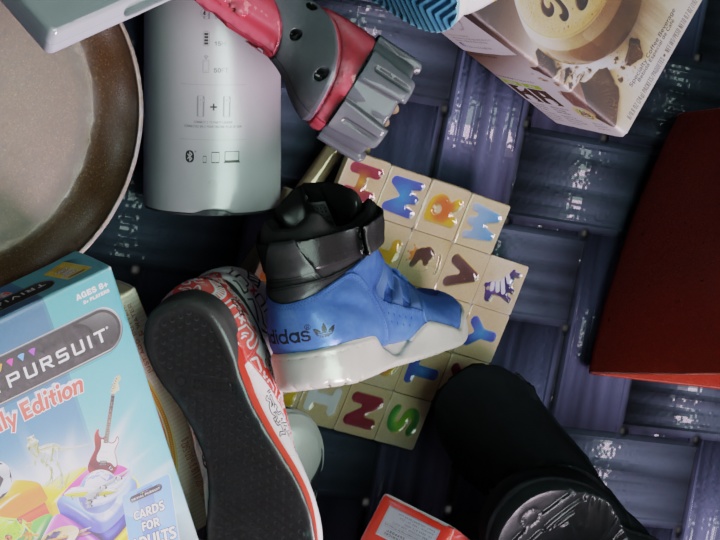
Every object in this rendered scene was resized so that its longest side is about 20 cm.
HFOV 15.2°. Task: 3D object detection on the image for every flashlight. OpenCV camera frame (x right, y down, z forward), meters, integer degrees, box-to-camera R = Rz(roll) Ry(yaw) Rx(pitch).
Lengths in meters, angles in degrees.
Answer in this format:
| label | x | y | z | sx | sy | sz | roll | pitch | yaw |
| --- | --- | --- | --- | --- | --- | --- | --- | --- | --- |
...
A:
| label | x | y | z | sx | sy | sz | roll | pitch | yaw |
| --- | --- | --- | --- | --- | --- | --- | --- | --- | --- |
| flashlight | -0.066 | -0.137 | 1.468 | 0.200 | 0.068 | 0.068 | 31 | 97 | -8 |

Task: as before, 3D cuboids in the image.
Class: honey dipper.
| label | x | y | z | sx | sy | sz | roll | pitch | yaw |
| --- | --- | --- | --- | --- | --- | --- | --- | --- | --- |
| honey dipper | -0.043 | -0.036 | 1.613 | 0.038 | 0.038 | 0.200 | 41 | 82 | -30 |

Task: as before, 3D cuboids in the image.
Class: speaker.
| label | x | y | z | sx | sy | sz | roll | pitch | yaw |
| --- | --- | --- | --- | --- | --- | --- | --- | --- | --- |
| speaker | -0.084 | -0.135 | 1.541 | 0.081 | 0.081 | 0.201 | -5 | 101 | -30 |

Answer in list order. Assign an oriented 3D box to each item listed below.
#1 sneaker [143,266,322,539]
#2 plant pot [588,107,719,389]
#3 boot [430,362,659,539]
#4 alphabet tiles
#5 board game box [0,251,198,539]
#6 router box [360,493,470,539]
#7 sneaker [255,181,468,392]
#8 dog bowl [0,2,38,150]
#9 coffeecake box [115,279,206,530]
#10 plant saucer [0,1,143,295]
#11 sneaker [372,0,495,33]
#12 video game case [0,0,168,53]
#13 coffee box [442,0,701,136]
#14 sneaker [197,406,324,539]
| label | x | y | z | sx | sy | sz | roll | pitch | yaw |
| --- | --- | --- | --- | --- | --- | --- | --- | --- | --- |
| sneaker | -0.058 | 0.095 | 1.539 | 0.067 | 0.108 | 0.202 | -17 | 100 | 17 |
| plant pot | 0.285 | -0.012 | 1.729 | 0.200 | 0.200 | 0.177 | 7 | 84 | -32 |
| boot | 0.091 | 0.122 | 1.615 | 0.076 | 0.168 | 0.200 | -48 | 145 | 8 |
| alphabet tiles | 0.013 | 0.020 | 1.648 | 0.200 | 0.006 | 0.167 | 17 | 98 | -38 |
| board game box | -0.179 | 0.113 | 1.460 | 0.151 | 0.047 | 0.200 | -26 | 114 | -25 |
| router box | 0.018 | 0.239 | 1.593 | 0.180 | 0.049 | 0.200 | -63 | 159 | -7 |
| sneaker | 0.001 | 0.000 | 1.559 | 0.200 | 0.077 | 0.112 | -16 | 97 | -62 |
| dog bowl | -0.247 | -0.141 | 1.461 | 0.111 | 0.050 | 0.200 | -39 | 117 | -20 |
| coffeecake box | -0.197 | 0.114 | 1.521 | 0.200 | 0.073 | 0.154 | -30 | 114 | -23 |
| plant saucer | -0.212 | -0.083 | 1.445 | 0.200 | 0.032 | 0.201 | -5 | 101 | -30 |
| sneaker | 0.017 | -0.204 | 1.530 | 0.081 | 0.200 | 0.077 | -28 | 140 | -27 |
| video game case | -0.148 | -0.218 | 1.431 | 0.182 | 0.200 | 0.022 | -28 | 154 | -31 |
| coffee box | 0.101 | -0.183 | 1.643 | 0.200 | 0.080 | 0.113 | 34 | 82 | -31 |
| sneaker | -0.055 | 0.185 | 1.582 | 0.079 | 0.130 | 0.199 | 33 | 85 | -33 |
